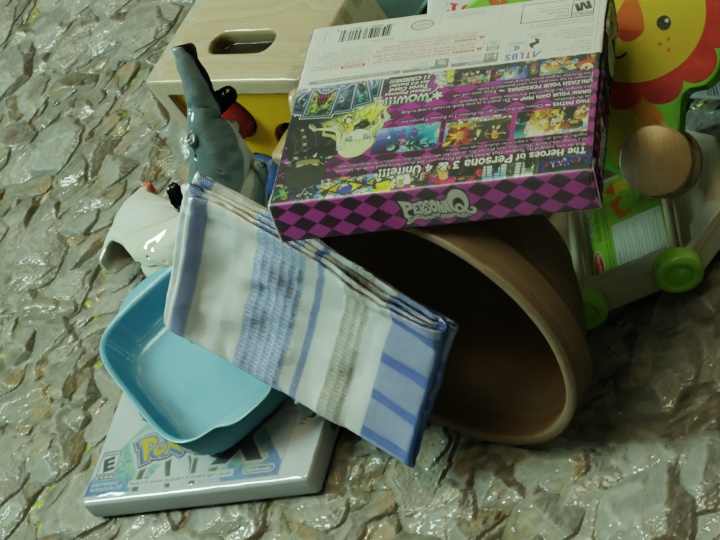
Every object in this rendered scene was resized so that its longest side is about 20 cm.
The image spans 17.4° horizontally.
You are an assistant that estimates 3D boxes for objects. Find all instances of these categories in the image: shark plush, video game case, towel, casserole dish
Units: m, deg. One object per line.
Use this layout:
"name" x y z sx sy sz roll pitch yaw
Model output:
"shark plush" -0.099 -0.054 1.624 0.091 0.201 0.083 21 30 35
"video game case" -0.092 0.088 1.686 0.199 0.022 0.183 -10 46 32
"towel" -0.038 0.035 1.505 0.200 0.147 0.024 30 48 14
"casserole dish" -0.110 0.062 1.679 0.121 0.039 0.200 -42 37 -4
"video game case" 0.054 -0.096 1.442 0.199 0.036 0.182 -6 40 15

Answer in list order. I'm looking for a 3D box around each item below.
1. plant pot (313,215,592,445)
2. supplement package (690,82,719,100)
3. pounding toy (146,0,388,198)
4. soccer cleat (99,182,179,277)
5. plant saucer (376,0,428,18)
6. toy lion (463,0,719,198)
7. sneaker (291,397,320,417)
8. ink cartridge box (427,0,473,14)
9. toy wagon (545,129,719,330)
"plant pot" 0.070 0.010 1.494 0.200 0.201 0.093 7 49 43
"supplement package" 0.264 -0.229 1.616 0.121 0.120 0.200 5 54 24
"pounding toy" -0.042 -0.118 1.718 0.200 0.184 0.142 4 55 41
"soccer cleat" -0.125 -0.020 1.791 0.200 0.069 0.078 7 61 51
"plant saucer" 0.005 -0.187 1.763 0.019 0.070 0.200 -36 -8 -28
"toy lion" 0.148 -0.143 1.520 0.199 0.069 0.192 1 90 16
"sneaker" 0.000 0.000 1.602 0.075 0.086 0.201 4 91 62
"ink cartridge box" 0.130 -0.258 1.645 0.146 0.201 0.083 10 20 17
"toy wagon" 0.156 -0.026 1.586 0.200 0.040 0.155 -24 40 20
